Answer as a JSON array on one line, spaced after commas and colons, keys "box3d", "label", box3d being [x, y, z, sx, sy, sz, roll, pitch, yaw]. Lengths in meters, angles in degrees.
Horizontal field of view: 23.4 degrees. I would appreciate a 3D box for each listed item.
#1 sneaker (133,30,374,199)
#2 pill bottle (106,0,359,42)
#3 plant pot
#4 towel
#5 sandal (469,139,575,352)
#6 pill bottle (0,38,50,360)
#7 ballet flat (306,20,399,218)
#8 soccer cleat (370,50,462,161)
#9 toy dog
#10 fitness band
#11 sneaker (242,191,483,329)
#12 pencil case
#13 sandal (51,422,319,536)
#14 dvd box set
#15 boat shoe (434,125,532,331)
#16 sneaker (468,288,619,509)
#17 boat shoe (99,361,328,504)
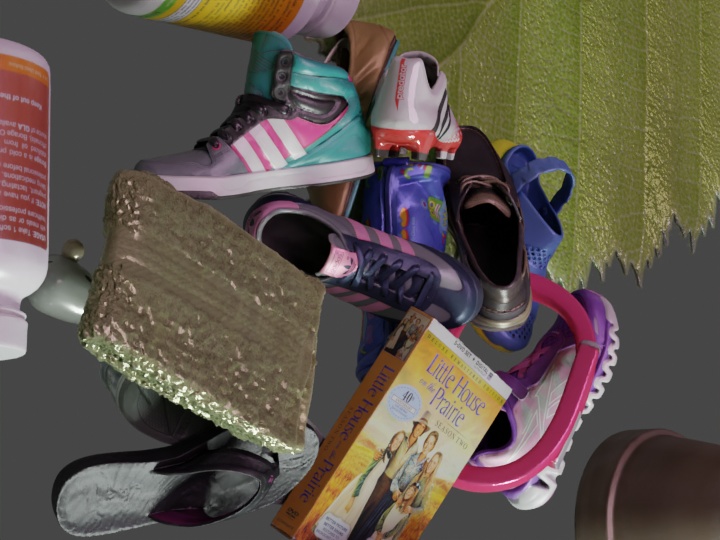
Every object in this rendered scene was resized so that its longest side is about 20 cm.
[{"box3d": [-0.084, -0.120, 1.322, 0.199, 0.083, 0.122, -9, 100, -27], "label": "sneaker"}, {"box3d": [-0.097, -0.237, 1.346, 0.199, 0.111, 0.112, 7, 77, -44], "label": "pill bottle"}, {"box3d": [0.327, 0.242, 1.617, 0.199, 0.173, 0.201, 10, 75, -43], "label": "plant pot"}, {"box3d": [-0.103, 0.032, 1.186, 0.200, 0.036, 0.149, 33, 51, -35], "label": "towel"}, {"box3d": [0.143, -0.026, 1.555, 0.079, 0.087, 0.201, 17, 72, -44], "label": "sandal"}, {"box3d": [-0.261, -0.045, 1.143, 0.112, 0.112, 0.201, 10, 74, -43], "label": "pill bottle"}, {"box3d": [-0.021, -0.122, 1.443, 0.063, 0.069, 0.201, 21, 61, -9], "label": "ballet flat"}, {"box3d": [0.047, -0.134, 1.410, 0.200, 0.068, 0.086, -27, 124, -78], "label": "soccer cleat"}, {"box3d": [-0.132, 0.013, 1.262, 0.200, 0.131, 0.097, 21, 89, -50], "label": "toy dog"}, {"box3d": [0.120, 0.093, 1.470, 0.037, 0.143, 0.201, 77, 34, -64], "label": "fitness band"}, {"box3d": [0.000, 0.000, 1.349, 0.199, 0.082, 0.071, 20, 99, 0], "label": "sneaker"}, {"box3d": [0.035, 0.003, 1.444, 0.087, 0.078, 0.201, 49, 40, -70], "label": "pencil case"}, {"box3d": [-0.117, 0.156, 1.236, 0.199, 0.048, 0.076, -12, 119, -22], "label": "sandal"}, {"box3d": [0.029, 0.144, 1.365, 0.201, 0.029, 0.146, -56, 140, -8], "label": "dvd box set"}, {"box3d": [0.110, -0.047, 1.482, 0.074, 0.073, 0.201, -9, 60, -9], "label": "boat shoe"}, {"box3d": [0.153, 0.104, 1.519, 0.088, 0.080, 0.201, 26, 87, -22], "label": "sneaker"}, {"box3d": [-0.105, 0.114, 1.295, 0.201, 0.065, 0.075, 28, 91, -36], "label": "boat shoe"}]
